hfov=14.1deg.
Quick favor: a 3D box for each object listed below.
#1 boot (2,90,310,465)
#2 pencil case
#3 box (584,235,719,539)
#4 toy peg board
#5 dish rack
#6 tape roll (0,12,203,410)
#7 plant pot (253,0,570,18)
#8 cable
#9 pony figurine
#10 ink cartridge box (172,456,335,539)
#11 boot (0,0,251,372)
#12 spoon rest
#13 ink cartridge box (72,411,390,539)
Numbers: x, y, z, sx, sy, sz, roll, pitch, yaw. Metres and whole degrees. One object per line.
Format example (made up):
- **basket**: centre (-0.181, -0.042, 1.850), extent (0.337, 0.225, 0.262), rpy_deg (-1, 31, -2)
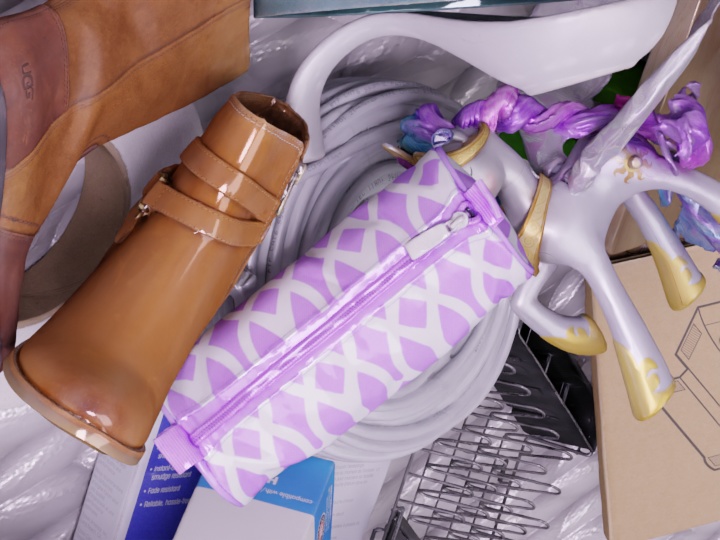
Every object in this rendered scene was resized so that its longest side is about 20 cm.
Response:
- **boot**: centre (-0.085, -0.004, 1.310), extent (0.074, 0.200, 0.155), rpy_deg (35, 103, -9)
- **pencil case**: centre (-0.008, 0.027, 1.384), extent (0.200, 0.084, 0.086), rpy_deg (-41, -177, 3)
- **box**: centre (0.218, 0.062, 1.747), extent (0.163, 0.021, 0.200), rpy_deg (-13, 121, -11)
- **toy peg board**: centre (0.175, -0.131, 1.643), extent (0.199, 0.098, 0.200), rpy_deg (-16, 130, -58)
- **dish rack**: centre (0.070, 0.130, 1.685), extent (0.153, 0.054, 0.200), rpy_deg (54, 51, -51)
- **tape roll**: centre (-0.163, -0.027, 1.390), extent (0.202, 0.037, 0.203), rpy_deg (-26, 134, -31)
- **plant pot**: centre (0.044, -0.193, 1.385), extent (0.200, 0.200, 0.135), rpy_deg (-7, 95, -43)
- **cable**: centre (0.000, 0.000, 1.510), extent (0.200, 0.069, 0.200), rpy_deg (-42, 123, -33)
- **pony figurine**: centre (0.124, -0.054, 1.478), extent (0.200, 0.166, 0.193), rpy_deg (44, 79, -23)
- **ink cartridge box**: centre (-0.073, 0.196, 1.467), extent (0.116, 0.067, 0.200), rpy_deg (94, 14, -44)
- **boot**: centre (-0.130, -0.060, 1.343), extent (0.200, 0.068, 0.189), rpy_deg (-37, 137, -37)
- **spoon rest**: centre (0.054, -0.105, 1.385), extent (0.099, 0.199, 0.061), rpy_deg (-22, 95, -74)
- **ink cartridge box**: centre (-0.060, 0.102, 1.588), extent (0.197, 0.047, 0.201), rpy_deg (0, 114, -45)
